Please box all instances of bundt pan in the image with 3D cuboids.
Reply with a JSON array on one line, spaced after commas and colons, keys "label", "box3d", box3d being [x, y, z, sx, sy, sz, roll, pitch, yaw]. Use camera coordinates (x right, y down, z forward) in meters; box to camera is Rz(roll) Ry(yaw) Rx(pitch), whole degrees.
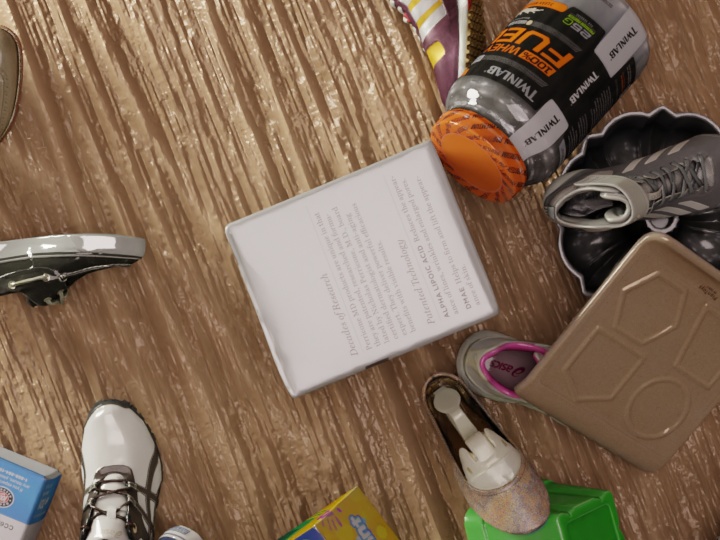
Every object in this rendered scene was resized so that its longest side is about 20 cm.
[{"label": "bundt pan", "box3d": [0.273, -0.048, 1.668, 0.200, 0.076, 0.204, 0, 89, -1]}]

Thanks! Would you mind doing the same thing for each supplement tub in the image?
[{"label": "supplement tub", "box3d": [0.160, -0.163, 1.621, 0.122, 0.123, 0.200, 42, 67, 0]}]

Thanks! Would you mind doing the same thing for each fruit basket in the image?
[{"label": "fruit basket", "box3d": [0.144, 0.305, 1.646, 0.215, 0.155, 0.217, 10, 106, 39]}]

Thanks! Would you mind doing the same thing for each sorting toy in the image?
[{"label": "sorting toy", "box3d": [0.260, 0.074, 1.612, 0.185, 0.037, 0.200, 31, 109, -29]}]

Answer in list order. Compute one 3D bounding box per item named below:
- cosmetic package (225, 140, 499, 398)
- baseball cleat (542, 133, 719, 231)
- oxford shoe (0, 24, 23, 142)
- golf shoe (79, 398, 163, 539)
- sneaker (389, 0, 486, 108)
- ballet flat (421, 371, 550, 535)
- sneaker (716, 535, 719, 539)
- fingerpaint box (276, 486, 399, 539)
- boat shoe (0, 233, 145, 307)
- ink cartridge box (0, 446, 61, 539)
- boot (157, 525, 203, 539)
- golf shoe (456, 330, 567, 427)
[{"label": "cosmetic package", "box3d": [0.000, 0.000, 1.620, 0.199, 0.165, 0.166, -23, 89, 0]}, {"label": "baseball cleat", "box3d": [0.262, -0.068, 1.579, 0.199, 0.106, 0.070, -16, 102, 4]}, {"label": "oxford shoe", "box3d": [-0.367, -0.135, 1.663, 0.070, 0.075, 0.201, 19, 88, 1]}, {"label": "golf shoe", "box3d": [-0.221, 0.218, 1.648, 0.077, 0.094, 0.202, -6, 87, 0]}, {"label": "sneaker", "box3d": [0.066, -0.245, 1.681, 0.089, 0.075, 0.202, -3, 89, 17]}, {"label": "ballet flat", "box3d": [0.103, 0.159, 1.606, 0.068, 0.200, 0.067, -34, 129, -5]}, {"label": "sneaker", "box3d": [0.354, 0.231, 1.667, 0.199, 0.081, 0.147, -20, 81, 2]}, {"label": "fingerpaint box", "box3d": [-0.005, 0.318, 1.613, 0.200, 0.167, 0.073, 51, 45, 1]}, {"label": "boat shoe", "box3d": [-0.295, 0.002, 1.668, 0.198, 0.071, 0.064, -6, 88, 7]}, {"label": "ink cartridge box", "box3d": [-0.383, 0.254, 1.649, 0.146, 0.086, 0.201, 22, 87, 0]}, {"label": "boot", "box3d": [-0.151, 0.340, 1.627, 0.090, 0.073, 0.201, -37, 103, -43]}, {"label": "golf shoe", "box3d": [0.188, 0.107, 1.657, 0.198, 0.092, 0.076, 11, 88, -2]}]
